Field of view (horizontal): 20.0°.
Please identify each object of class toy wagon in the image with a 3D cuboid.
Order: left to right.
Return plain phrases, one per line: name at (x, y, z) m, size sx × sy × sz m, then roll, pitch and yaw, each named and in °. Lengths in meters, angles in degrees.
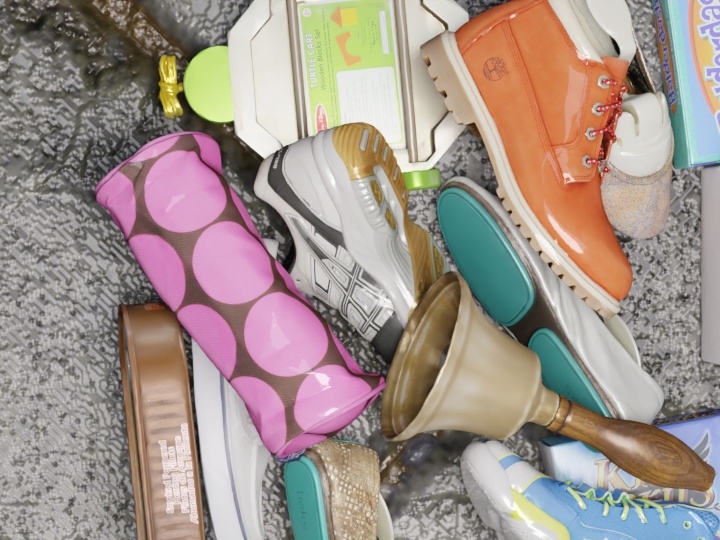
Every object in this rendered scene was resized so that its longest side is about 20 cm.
toy wagon at (-0.028, -0.123, 1.279) m, size 0.198 × 0.040 × 0.157 m, roll -5°, pitch 91°, yaw -4°

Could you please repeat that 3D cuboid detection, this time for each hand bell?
hand bell at (0.122, 0.087, 1.198) m, size 0.199 × 0.104 × 0.105 m, roll 24°, pitch 89°, yaw -13°

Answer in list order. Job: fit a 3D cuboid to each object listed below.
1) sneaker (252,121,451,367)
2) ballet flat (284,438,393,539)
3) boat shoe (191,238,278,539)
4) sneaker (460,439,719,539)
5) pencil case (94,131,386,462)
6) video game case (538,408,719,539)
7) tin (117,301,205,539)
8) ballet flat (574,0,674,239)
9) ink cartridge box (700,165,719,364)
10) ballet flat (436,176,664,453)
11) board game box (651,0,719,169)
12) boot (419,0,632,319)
sneaker at (0.000, 0.000, 1.259) m, size 0.087 × 0.076 × 0.201 m, roll -12°, pitch 119°, yaw 22°
ballet flat at (-0.004, 0.201, 1.269) m, size 0.065 × 0.070 × 0.202 m, roll -10°, pitch 104°, yaw -34°
boat shoe at (-0.068, 0.079, 1.265) m, size 0.065 × 0.072 × 0.202 m, roll -5°, pitch 83°, yaw 0°
sneaker at (0.152, 0.159, 1.244) m, size 0.105 × 0.076 × 0.200 m, roll -43°, pitch 99°, yaw -12°
pencil case at (-0.069, 0.012, 1.199) m, size 0.091 × 0.093 × 0.201 m, roll -37°, pitch 83°, yaw 31°
video game case at (0.226, 0.182, 1.300) m, size 0.198 × 0.045 × 0.183 m, roll -9°, pitch 90°, yaw -4°
tin at (-0.120, 0.119, 1.238) m, size 0.041 × 0.112 × 0.202 m, roll -6°, pitch 92°, yaw -14°
ballet flat at (0.156, -0.116, 1.275) m, size 0.068 × 0.067 × 0.202 m, roll -23°, pitch 93°, yaw -23°
ink cartridge box at (0.322, -0.003, 1.264) m, size 0.198 × 0.129 × 0.127 m, roll 0°, pitch 91°, yaw -4°
ballet flat at (0.121, 0.022, 1.279) m, size 0.069 × 0.069 × 0.201 m, roll -33°, pitch 80°, yaw -4°
board game box at (0.289, -0.154, 1.301) m, size 0.198 × 0.045 × 0.154 m, roll -8°, pitch 92°, yaw -5°
boot at (0.127, -0.074, 1.220) m, size 0.107 × 0.075 × 0.201 m, roll -29°, pitch 84°, yaw 10°
